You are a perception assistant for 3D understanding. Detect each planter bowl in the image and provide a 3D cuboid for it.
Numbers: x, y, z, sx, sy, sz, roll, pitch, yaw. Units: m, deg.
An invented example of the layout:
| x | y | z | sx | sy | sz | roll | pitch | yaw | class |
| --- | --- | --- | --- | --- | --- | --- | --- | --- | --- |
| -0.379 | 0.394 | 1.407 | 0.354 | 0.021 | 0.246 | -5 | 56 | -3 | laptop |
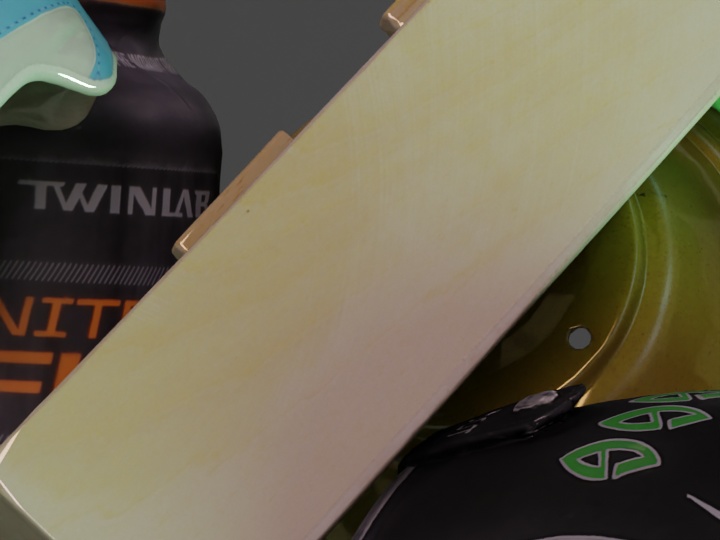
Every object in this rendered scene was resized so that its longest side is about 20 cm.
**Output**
| x | y | z | sx | sy | sz | roll | pitch | yaw | class |
| --- | --- | --- | --- | --- | --- | --- | --- | --- | --- |
| 0.033 | 0.012 | 0.753 | 0.199 | 0.084 | 0.202 | -5 | 66 | 12 | planter bowl |

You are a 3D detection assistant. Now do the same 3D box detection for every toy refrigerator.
| x | y | z | sx | sy | sz | roll | pitch | yaw | class |
| --- | --- | --- | --- | --- | --- | --- | --- | --- | --- |
| 0.000 | 0.000 | 0.656 | 0.070 | 0.076 | 0.200 | 42 | 72 | 3 | toy refrigerator |

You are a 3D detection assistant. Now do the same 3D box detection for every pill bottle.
| x | y | z | sx | sy | sz | roll | pitch | yaw | class |
| --- | --- | --- | --- | --- | --- | --- | --- | --- | --- |
| -0.090 | 0.011 | 0.727 | 0.106 | 0.106 | 0.201 | 4 | 92 | 15 | pill bottle |

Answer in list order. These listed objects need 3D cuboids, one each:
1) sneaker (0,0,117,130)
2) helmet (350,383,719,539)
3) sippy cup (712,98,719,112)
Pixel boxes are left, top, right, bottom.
| x | y | z | sx | sy | sz | roll | pitch | yaw | class |
| --- | --- | --- | --- | --- | --- | --- | --- | --- | --- |
| -0.133 | -0.002 | 0.610 | 0.081 | 0.077 | 0.200 | 40 | 72 | -4 | sneaker |
| 0.093 | 0.127 | 0.622 | 0.190 | 0.200 | 0.201 | 13 | 71 | 29 | helmet |
| 0.113 | -0.128 | 0.773 | 0.140 | 0.177 | 0.131 | -50 | 50 | 21 | sippy cup |
